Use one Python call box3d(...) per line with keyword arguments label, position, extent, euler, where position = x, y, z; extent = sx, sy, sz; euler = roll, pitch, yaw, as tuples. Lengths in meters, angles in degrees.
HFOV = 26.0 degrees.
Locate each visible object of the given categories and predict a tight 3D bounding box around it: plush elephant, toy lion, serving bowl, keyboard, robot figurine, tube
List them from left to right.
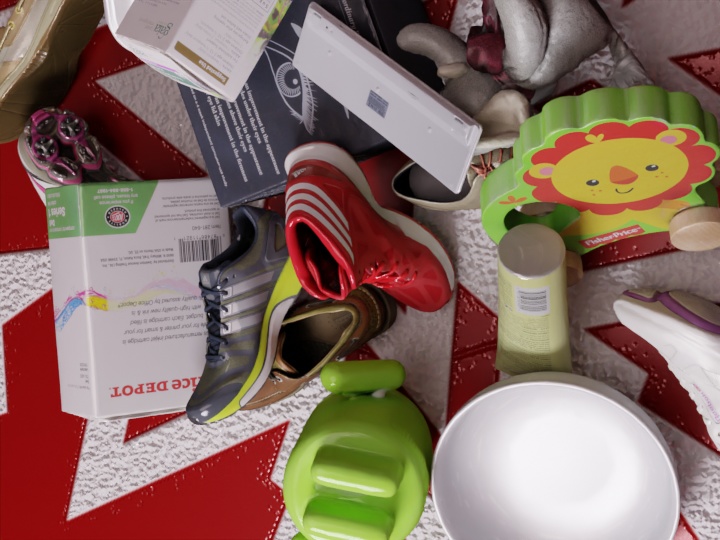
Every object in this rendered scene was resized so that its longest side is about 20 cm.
box3d(label="robot figurine", position=(0.001, 0.162, 1.282), extent=(0.115, 0.200, 0.176), euler=(9, 102, 4))
box3d(label="keyboard", position=(0.016, -0.132, 1.166), extent=(0.200, 0.011, 0.056), euler=(41, 132, 35))
box3d(label="plush elephant", position=(0.105, -0.167, 1.174), extent=(0.155, 0.165, 0.200), euler=(-37, 92, 17))
box3d(label="tube", position=(0.134, 0.040, 1.217), extent=(0.052, 0.200, 0.058), euler=(-17, 54, -4))
box3d(label="serving bowl", position=(0.159, 0.164, 1.253), extent=(0.199, 0.066, 0.201), euler=(7, 115, 14))
box3d(label="toy lion", position=(0.173, -0.066, 1.141), extent=(0.199, 0.192, 0.069), euler=(-17, 59, 30))

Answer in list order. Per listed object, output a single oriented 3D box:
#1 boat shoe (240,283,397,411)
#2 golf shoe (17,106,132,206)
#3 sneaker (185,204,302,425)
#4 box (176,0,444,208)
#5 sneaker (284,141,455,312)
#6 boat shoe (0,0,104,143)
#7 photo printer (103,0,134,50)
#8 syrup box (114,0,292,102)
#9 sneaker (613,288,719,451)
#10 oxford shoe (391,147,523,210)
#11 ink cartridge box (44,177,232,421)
box3d(label="boat shoe", position=(-0.062, 0.067, 1.365), extent=(0.200, 0.068, 0.072), euler=(-36, 84, 30))
box3d(label="golf shoe", position=(-0.243, -0.058, 1.450), extent=(0.200, 0.073, 0.092), euler=(54, 154, 2))
box3d(label="sneaker", position=(-0.109, 0.035, 1.322), extent=(0.074, 0.081, 0.201), euler=(-6, 58, 54))
box3d(label="box", position=(-0.038, -0.155, 1.290), extent=(0.199, 0.104, 0.149), euler=(-19, 90, 29))
box3d(label="sneaker", position=(0.000, 0.000, 1.243), extent=(0.078, 0.116, 0.200), euler=(-24, 129, 35))
box3d(label="boat shoe", position=(-0.303, -0.207, 1.450), extent=(0.200, 0.074, 0.066), euler=(-51, 62, 24))
box3d(label="photo printer", position=(-0.182, -0.293, 1.288), extent=(0.069, 0.167, 0.201), euler=(-3, 130, -2))
box3d(label="syrup box", position=(-0.098, -0.240, 1.214), extent=(0.079, 0.081, 0.201), euler=(25, 85, 48))
box3d(label="sneaker", position=(0.271, 0.087, 1.184), extent=(0.200, 0.075, 0.100), euler=(33, 112, 20))
box3d(label="oxford shoe", position=(0.119, -0.079, 1.236), extent=(0.199, 0.075, 0.071), euler=(-14, 92, 29))
box3d(label="ink cartridge box", position=(-0.189, 0.022, 1.361), extent=(0.084, 0.144, 0.201), euler=(-1, 93, 57))
